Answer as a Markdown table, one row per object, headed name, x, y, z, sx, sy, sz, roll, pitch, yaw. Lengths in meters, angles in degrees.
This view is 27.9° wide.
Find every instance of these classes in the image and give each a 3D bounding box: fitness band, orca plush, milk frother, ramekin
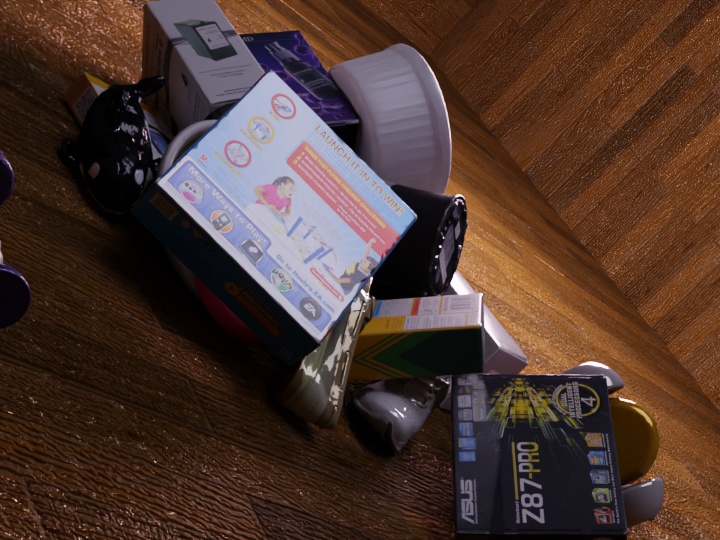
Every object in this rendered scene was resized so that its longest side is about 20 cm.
| name | x | y | z | sx | sy | sz | roll | pitch | yaw |
| --- | --- | --- | --- | --- | --- | --- | --- | --- | --- |
| fitness band | -0.093 | -0.026 | 1.379 | 0.144 | 0.037 | 0.201 | 48 | 44 | -33 |
| orca plush | -0.218 | -0.142 | 1.384 | 0.105 | 0.071 | 0.201 | 23 | 37 | -3 |
| milk frother | 0.000 | 0.000 | 1.625 | 0.187 | 0.182 | 0.200 | 14 | 38 | 19 |
| ramekin | 0.023 | -0.168 | 1.763 | 0.097 | 0.201 | 0.201 | -13 | 46 | -22 |

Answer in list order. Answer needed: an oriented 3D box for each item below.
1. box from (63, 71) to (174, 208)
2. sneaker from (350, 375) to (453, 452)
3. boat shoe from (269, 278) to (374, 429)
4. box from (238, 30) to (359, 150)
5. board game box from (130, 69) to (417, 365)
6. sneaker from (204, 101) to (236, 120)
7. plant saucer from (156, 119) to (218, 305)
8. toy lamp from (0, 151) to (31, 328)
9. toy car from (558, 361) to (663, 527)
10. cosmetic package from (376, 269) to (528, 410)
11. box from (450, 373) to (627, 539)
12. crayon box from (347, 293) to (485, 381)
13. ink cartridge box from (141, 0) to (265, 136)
| name | x | y | z | sx | sy | sz | roll | pitch | yaw |
| --- | --- | --- | --- | --- | --- | --- | --- | --- | --- |
| box | -0.216 | -0.108 | 1.478 | 0.119 | 0.041 | 0.201 | 26 | 26 | -53 |
| sneaker | 0.050 | 0.123 | 1.482 | 0.075 | 0.087 | 0.200 | 49 | 15 | 1 |
| boat shoe | -0.023 | 0.066 | 1.366 | 0.063 | 0.073 | 0.201 | 38 | 37 | -11 |
| box | -0.111 | -0.189 | 1.739 | 0.147 | 0.105 | 0.200 | -9 | 46 | -25 |
| board game box | -0.073 | -0.051 | 1.313 | 0.200 | 0.056 | 0.196 | 45 | 48 | -6 |
| sneaker | -0.122 | -0.093 | 1.512 | 0.076 | 0.090 | 0.201 | -124 | -154 | -52 |
| plant saucer | -0.134 | -0.043 | 1.400 | 0.200 | 0.050 | 0.202 | 24 | 58 | -45 |
| toy lamp | -0.275 | -0.036 | 1.061 | 0.058 | 0.058 | 0.200 | 34 | 19 | -37 |
| toy car | 0.219 | 0.205 | 1.558 | 0.150 | 0.199 | 0.176 | 83 | -11 | -78 |
| cosmetic package | 0.095 | 0.065 | 1.746 | 0.090 | 0.107 | 0.200 | 25 | 26 | -53 |
| box | 0.169 | 0.188 | 1.412 | 0.201 | 0.160 | 0.049 | -87 | 175 | -46 |
| crayon box | 0.026 | 0.068 | 1.475 | 0.126 | 0.198 | 0.052 | -69 | 155 | -75 |
| ink cartridge box | -0.170 | -0.187 | 1.591 | 0.084 | 0.147 | 0.200 | -12 | 46 | -24 |
